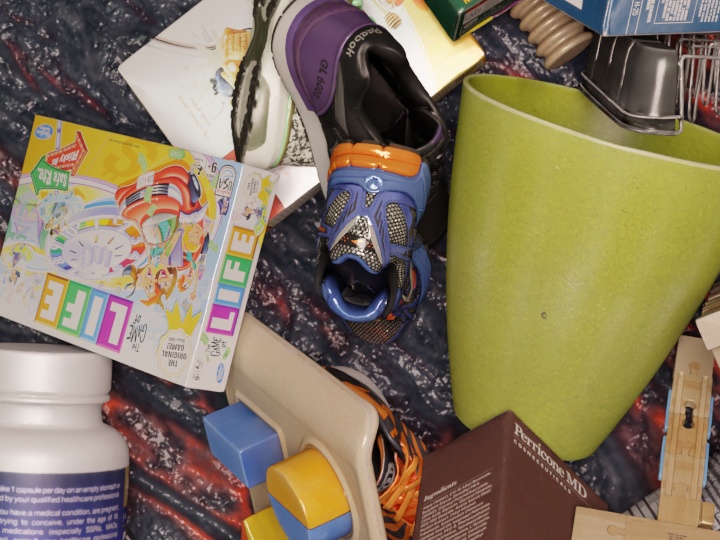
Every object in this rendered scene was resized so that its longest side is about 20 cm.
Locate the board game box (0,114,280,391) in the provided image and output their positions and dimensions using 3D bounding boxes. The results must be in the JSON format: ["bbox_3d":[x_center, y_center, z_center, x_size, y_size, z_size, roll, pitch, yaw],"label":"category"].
[{"bbox_3d":[-0.147,-0.015,0.932,0.199,0.034,0.135,15,91,39],"label":"board game box"}]

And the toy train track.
[{"bbox_3d":[0.185,0.127,0.865,0.114,0.033,0.201,9,53,10],"label":"toy train track"}]

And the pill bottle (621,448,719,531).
[{"bbox_3d":[0.210,0.180,0.912,0.199,0.106,0.107,-34,86,5],"label":"pill bottle"}]

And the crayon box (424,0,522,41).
[{"bbox_3d":[0.094,-0.270,0.928,0.199,0.058,0.173,-33,81,-6],"label":"crayon box"}]

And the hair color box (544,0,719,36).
[{"bbox_3d":[0.203,-0.182,0.871,0.199,0.100,0.061,-6,120,-25],"label":"hair color box"}]

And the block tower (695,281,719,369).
[{"bbox_3d":[0.235,0.032,0.863,0.054,0.200,0.058,-25,87,17],"label":"block tower"}]

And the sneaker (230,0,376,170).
[{"bbox_3d":[-0.020,-0.151,0.919,0.088,0.077,0.201,10,106,-21],"label":"sneaker"}]

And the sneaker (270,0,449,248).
[{"bbox_3d":[0.017,-0.069,0.887,0.076,0.200,0.087,-43,45,-12],"label":"sneaker"}]

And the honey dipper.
[{"bbox_3d":[0.083,-0.223,0.965,0.038,0.038,0.201,-32,83,4],"label":"honey dipper"}]

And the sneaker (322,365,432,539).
[{"bbox_3d":[0.026,0.143,0.926,0.200,0.112,0.078,42,93,5],"label":"sneaker"}]

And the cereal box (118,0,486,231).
[{"bbox_3d":[-0.038,-0.134,0.972,0.200,0.040,0.144,-38,86,4],"label":"cereal box"}]

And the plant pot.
[{"bbox_3d":[0.127,0.005,0.898,0.186,0.187,0.201,16,105,5],"label":"plant pot"}]

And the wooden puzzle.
[{"bbox_3d":[-0.039,0.145,0.873,0.046,0.185,0.201,-17,115,-25],"label":"wooden puzzle"}]

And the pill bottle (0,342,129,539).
[{"bbox_3d":[-0.207,0.149,0.946,0.119,0.120,0.202,4,90,6],"label":"pill bottle"}]

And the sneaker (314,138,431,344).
[{"bbox_3d":[0.000,0.000,0.893,0.075,0.200,0.079,12,65,10],"label":"sneaker"}]

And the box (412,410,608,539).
[{"bbox_3d":[0.081,0.186,0.817,0.075,0.201,0.100,-34,116,28],"label":"box"}]

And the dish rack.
[{"bbox_3d":[0.240,-0.118,0.889,0.198,0.154,0.055,2,108,-4],"label":"dish rack"}]
